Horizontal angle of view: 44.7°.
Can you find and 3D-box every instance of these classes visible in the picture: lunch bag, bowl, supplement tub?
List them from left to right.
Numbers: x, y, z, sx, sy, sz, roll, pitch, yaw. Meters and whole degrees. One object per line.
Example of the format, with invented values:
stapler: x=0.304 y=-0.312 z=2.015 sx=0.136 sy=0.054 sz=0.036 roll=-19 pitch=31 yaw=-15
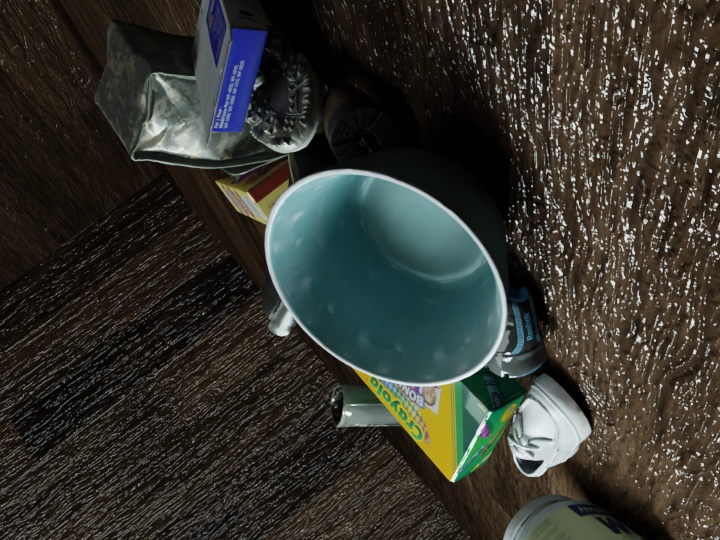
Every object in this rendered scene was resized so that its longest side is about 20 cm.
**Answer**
lunch bag: x=-0.168 y=-0.184 z=0.957 sx=0.164 sy=0.200 sz=0.118 roll=48 pitch=127 yaw=46
bowl: x=0.036 y=-0.017 z=0.696 sx=0.201 sy=0.105 sz=0.201 roll=17 pitch=131 yaw=21
supplement tub: x=0.258 y=0.345 z=0.973 sx=0.145 sy=0.145 sz=0.200 roll=55 pitch=170 yaw=-18

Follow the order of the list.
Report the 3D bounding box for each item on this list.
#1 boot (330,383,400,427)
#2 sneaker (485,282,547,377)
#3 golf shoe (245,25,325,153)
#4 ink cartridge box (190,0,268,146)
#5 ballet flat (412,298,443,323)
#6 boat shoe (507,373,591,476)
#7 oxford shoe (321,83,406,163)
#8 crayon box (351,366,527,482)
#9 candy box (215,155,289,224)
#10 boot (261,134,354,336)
boot: x=0.062 y=0.176 z=1.121 sx=0.182 sy=0.200 sz=0.073 roll=106 pitch=155 yaw=-70
sneaker: x=0.099 y=0.018 z=0.816 sx=0.200 sy=0.073 sz=0.082 roll=33 pitch=142 yaw=49
golf shoe: x=-0.055 y=-0.156 z=0.813 sx=0.097 sy=0.078 sz=0.200 roll=38 pitch=-160 yaw=-33
ink cartridge box: x=-0.119 y=-0.196 z=0.785 sx=0.200 sy=0.039 sz=0.100 roll=-109 pitch=33 yaw=-51
ballet flat: x=0.034 y=0.043 z=0.806 sx=0.200 sy=0.064 sz=0.076 roll=36 pitch=138 yaw=49
boat shoe: x=0.184 y=0.167 z=0.903 sx=0.072 sy=0.068 sz=0.200 roll=48 pitch=169 yaw=20
oxford shoe: x=0.022 y=-0.088 z=0.790 sx=0.084 sy=0.073 sz=0.200 roll=-115 pitch=0 yaw=-47
crayon box: x=0.068 y=0.103 z=0.911 sx=0.200 sy=0.058 sz=0.119 roll=46 pitch=138 yaw=29
candy box: x=-0.098 y=-0.115 z=1.049 sx=0.056 sy=0.117 sz=0.200 roll=55 pitch=169 yaw=-17
boot: x=-0.060 y=-0.048 z=0.868 sx=0.077 sy=0.138 sz=0.200 roll=21 pitch=-143 yaw=-13
